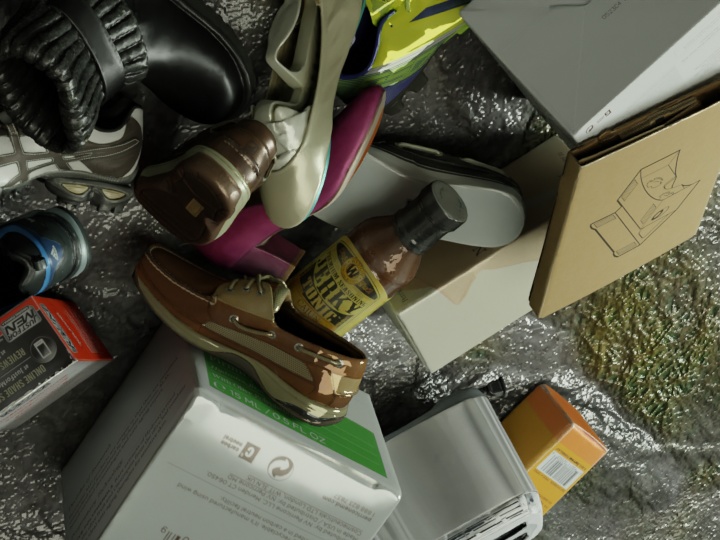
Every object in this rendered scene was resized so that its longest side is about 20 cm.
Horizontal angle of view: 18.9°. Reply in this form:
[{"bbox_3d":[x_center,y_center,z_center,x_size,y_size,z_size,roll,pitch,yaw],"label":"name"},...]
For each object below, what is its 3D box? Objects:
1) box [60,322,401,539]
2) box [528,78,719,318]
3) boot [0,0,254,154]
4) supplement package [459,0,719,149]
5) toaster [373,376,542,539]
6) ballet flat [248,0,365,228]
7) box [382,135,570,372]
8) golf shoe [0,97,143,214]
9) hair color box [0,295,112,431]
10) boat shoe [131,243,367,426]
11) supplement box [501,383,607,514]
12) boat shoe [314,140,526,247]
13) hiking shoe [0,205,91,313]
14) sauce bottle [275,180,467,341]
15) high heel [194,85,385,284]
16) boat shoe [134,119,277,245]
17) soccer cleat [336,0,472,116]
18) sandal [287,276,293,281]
[{"bbox_3d":[-0.108,0.172,1.742,0.199,0.171,0.200,29,106,-21],"label":"box"},{"bbox_3d":[0.212,-0.057,1.661,0.163,0.021,0.200,-26,152,-21],"label":"box"},{"bbox_3d":[-0.169,-0.136,1.537,0.079,0.158,0.211,-16,133,37],"label":"boot"},{"bbox_3d":[0.214,-0.179,1.660,0.191,0.147,0.200,-41,154,4],"label":"supplement package"},{"bbox_3d":[0.072,0.194,1.880,0.200,0.129,0.114,-28,159,-7],"label":"toaster"},{"bbox_3d":[-0.052,-0.134,1.621,0.069,0.069,0.201,16,85,-33],"label":"ballet flat"},{"bbox_3d":[0.110,-0.014,1.799,0.200,0.095,0.078,-33,129,-4],"label":"box"},{"bbox_3d":[-0.248,-0.102,1.583,0.200,0.078,0.095,5,117,-40],"label":"golf shoe"},{"bbox_3d":[-0.253,0.071,1.620,0.101,0.200,0.061,-35,88,-1],"label":"hair color box"},{"bbox_3d":[-0.080,0.037,1.683,0.200,0.076,0.074,35,111,1],"label":"boat shoe"},{"bbox_3d":[0.125,0.201,1.968,0.200,0.067,0.069,-44,132,8],"label":"supplement box"},{"bbox_3d":[0.034,-0.067,1.738,0.199,0.064,0.071,14,118,-6],"label":"boat shoe"},{"bbox_3d":[-0.297,0.006,1.584,0.200,0.087,0.075,-23,95,25],"label":"hiking shoe"},{"bbox_3d":[0.000,0.000,1.708,0.065,0.065,0.200,27,125,-36],"label":"sauce bottle"},{"bbox_3d":[-0.059,-0.078,1.676,0.096,0.067,0.200,33,121,-1],"label":"high heel"},{"bbox_3d":[-0.107,-0.070,1.609,0.075,0.202,0.075,46,73,-13],"label":"boat shoe"},{"bbox_3d":[0.045,-0.208,1.655,0.084,0.065,0.200,31,105,-31],"label":"soccer cleat"},{"bbox_3d":[-0.042,0.095,1.830,0.076,0.043,0.200,-27,129,-7],"label":"sandal"}]
